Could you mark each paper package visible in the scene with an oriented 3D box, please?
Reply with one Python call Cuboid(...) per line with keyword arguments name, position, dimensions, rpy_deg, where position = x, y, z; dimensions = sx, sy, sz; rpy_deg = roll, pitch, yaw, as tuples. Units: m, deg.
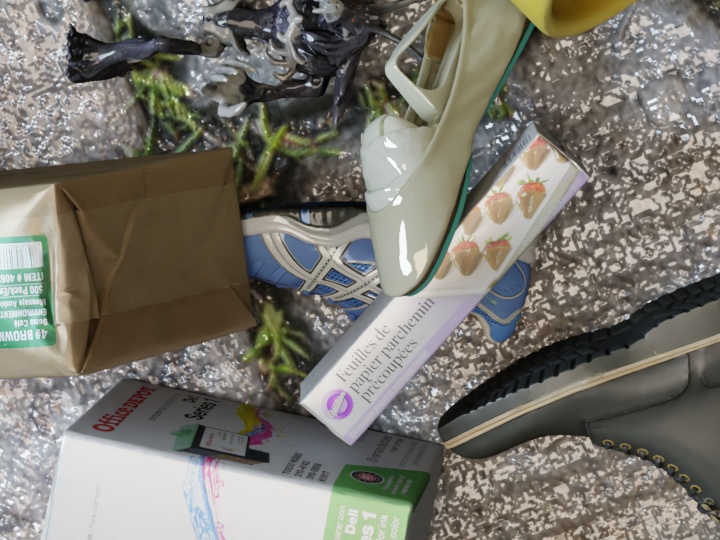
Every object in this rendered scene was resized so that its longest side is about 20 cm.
Cuboid(name="paper package", position=(-0.187, 0.000, 1.475), dimensions=(0.200, 0.191, 0.104), rpy_deg=(-4, 97, 30))

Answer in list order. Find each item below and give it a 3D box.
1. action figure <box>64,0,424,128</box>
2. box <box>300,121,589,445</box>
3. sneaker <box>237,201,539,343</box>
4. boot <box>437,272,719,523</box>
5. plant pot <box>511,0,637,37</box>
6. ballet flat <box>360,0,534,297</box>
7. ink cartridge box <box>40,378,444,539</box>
Cuboid(name="action figure", position=(-0.067, -0.140, 1.507), dimensions=(0.200, 0.102, 0.119), rpy_deg=(1, 89, 10))
Cuboid(name="box", position=(0.045, 0.007, 1.484), dimensions=(0.039, 0.041, 0.200), rpy_deg=(40, 99, -9))
Cuboid(name="sneaker", position=(0.000, 0.000, 1.534), dimensions=(0.200, 0.076, 0.077), rpy_deg=(3, 96, 9))
Cuboid(name="boot", position=(0.157, 0.101, 1.535), dimensions=(0.200, 0.077, 0.139), rpy_deg=(-23, 101, 13))
Cuboid(name="plant pot", position=(0.105, -0.256, 1.422), dimensions=(0.189, 0.201, 0.201), rpy_deg=(46, 104, 14))
Cuboid(name="ballet flat", position=(0.034, -0.081, 1.478), dimensions=(0.069, 0.069, 0.200), rpy_deg=(19, 63, 4))
Cuboid(name="ink cartridge box", position=(-0.064, 0.132, 1.532), dimensions=(0.200, 0.145, 0.084), rpy_deg=(11, 101, 7))
